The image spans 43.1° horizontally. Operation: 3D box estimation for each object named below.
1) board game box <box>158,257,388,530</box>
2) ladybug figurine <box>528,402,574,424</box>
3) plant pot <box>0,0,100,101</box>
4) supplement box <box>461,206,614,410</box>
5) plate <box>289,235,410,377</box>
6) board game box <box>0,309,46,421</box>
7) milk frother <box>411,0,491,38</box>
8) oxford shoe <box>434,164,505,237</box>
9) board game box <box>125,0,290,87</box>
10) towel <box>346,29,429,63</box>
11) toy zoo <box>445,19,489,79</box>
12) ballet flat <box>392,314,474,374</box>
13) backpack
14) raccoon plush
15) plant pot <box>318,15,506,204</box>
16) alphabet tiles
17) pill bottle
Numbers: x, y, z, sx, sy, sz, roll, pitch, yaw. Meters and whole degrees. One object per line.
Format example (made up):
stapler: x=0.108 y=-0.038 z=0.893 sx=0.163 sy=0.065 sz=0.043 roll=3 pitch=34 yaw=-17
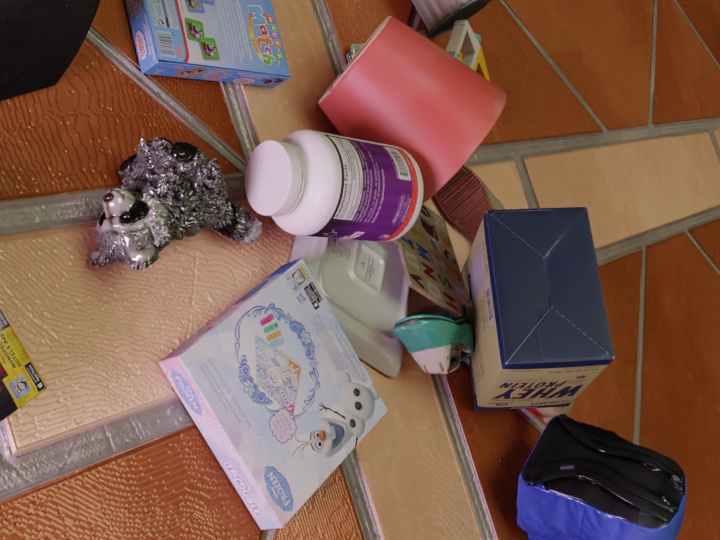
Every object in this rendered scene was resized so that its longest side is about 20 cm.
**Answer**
board game box: x=-0.082 y=0.123 z=0.950 sx=0.199 sy=0.043 sz=0.202 roll=-40 pitch=105 yaw=-44
ladybug figurine: x=0.259 y=0.123 z=1.323 sx=0.135 sy=0.071 sz=0.203 roll=28 pitch=55 yaw=-39
plant pot: x=-0.326 y=-0.256 z=0.739 sx=0.199 sy=0.176 sz=0.202 roll=-35 pitch=100 yaw=-48
supplement box: x=0.216 y=0.055 z=1.172 sx=0.132 sy=0.200 sz=0.203 roll=-2 pitch=67 yaw=-5
plate: x=0.000 y=0.000 z=1.113 sx=0.199 sy=0.032 sz=0.202 roll=35 pitch=51 yaw=-34
board game box: x=-0.363 y=0.056 z=0.654 sx=0.199 sy=0.061 sz=0.202 roll=-39 pitch=104 yaw=-48
milk frother: x=0.147 y=-0.482 z=1.343 sx=0.190 sy=0.199 sz=0.180 roll=59 pitch=31 yaw=-2
oxford shoe: x=0.163 y=-0.097 z=1.327 sx=0.200 sy=0.070 sz=0.074 roll=49 pitch=19 yaw=-22
board game box: x=-0.174 y=-0.291 z=1.032 sx=0.198 sy=0.036 sz=0.154 roll=-6 pitch=80 yaw=-49
towel: x=0.067 y=-0.264 z=1.305 sx=0.199 sy=0.023 sz=0.155 roll=-31 pitch=99 yaw=-50
toy zoo: x=0.150 y=-0.271 z=1.347 sx=0.132 sy=0.020 sz=0.202 roll=55 pitch=47 yaw=-49
ballet flat: x=0.099 y=0.093 z=1.132 sx=0.199 sy=0.066 sz=0.072 roll=9 pitch=70 yaw=-66
backpack: x=0.325 y=0.307 z=1.209 sx=0.163 sy=0.197 sz=0.170 roll=-48 pitch=141 yaw=-44
raccoon plush: x=-0.171 y=-0.035 z=0.894 sx=0.199 sy=0.096 sz=0.136 roll=32 pitch=60 yaw=-37
plant pot: x=0.055 y=-0.205 z=1.147 sx=0.177 sy=0.200 sz=0.201 roll=40 pitch=46 yaw=-10
alphabet tiles: x=0.076 y=-0.035 z=1.178 sx=0.166 sy=0.008 sz=0.202 roll=32 pitch=31 yaw=-37
pill bottle: x=-0.028 y=-0.092 z=1.011 sx=0.198 sy=0.112 sz=0.115 roll=2 pitch=72 yaw=-45
